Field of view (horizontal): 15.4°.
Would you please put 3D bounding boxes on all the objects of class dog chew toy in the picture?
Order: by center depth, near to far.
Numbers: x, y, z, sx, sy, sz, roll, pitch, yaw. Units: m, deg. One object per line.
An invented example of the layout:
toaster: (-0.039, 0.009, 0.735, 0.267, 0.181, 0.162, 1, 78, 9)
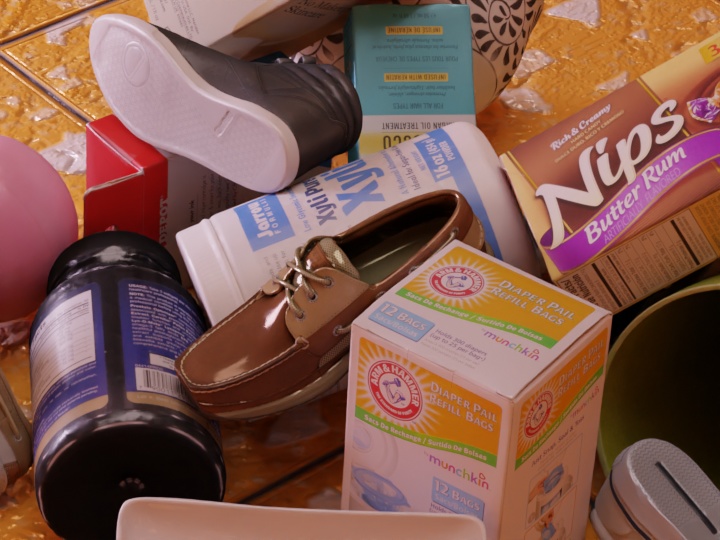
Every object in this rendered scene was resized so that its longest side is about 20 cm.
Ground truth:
dog chew toy: (-0.271, 0.003, 1.669, 0.124, 0.125, 0.200, 27, 54, 28)

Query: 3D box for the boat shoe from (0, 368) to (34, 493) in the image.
boat shoe: (-0.257, 0.042, 1.580, 0.068, 0.200, 0.075, -25, 7, -33)

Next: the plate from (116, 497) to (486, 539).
plate: (-0.033, 0.224, 1.391, 0.199, 0.032, 0.201, 4, 72, -11)

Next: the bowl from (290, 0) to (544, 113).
bowl: (0.032, -0.150, 1.863, 0.200, 0.201, 0.094, 1, 61, -3)

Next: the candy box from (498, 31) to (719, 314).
candy box: (0.191, -0.064, 1.551, 0.200, 0.056, 0.117, -28, 44, 9)

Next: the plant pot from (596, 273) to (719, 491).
plant pot: (0.263, 0.067, 1.602, 0.187, 0.188, 0.200, 20, 26, 20)

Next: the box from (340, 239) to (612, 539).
box: (0.062, 0.102, 1.495, 0.112, 0.200, 0.101, 26, 43, 27)

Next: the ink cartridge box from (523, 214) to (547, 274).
ink cartridge box: (0.208, -0.061, 1.742, 0.200, 0.198, 0.047, -23, 82, -28)

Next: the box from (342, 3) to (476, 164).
box: (0.034, -0.073, 1.749, 0.082, 0.049, 0.201, -1, 79, -7)

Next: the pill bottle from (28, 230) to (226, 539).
pill bottle: (-0.143, 0.068, 1.595, 0.112, 0.112, 0.200, -2, 37, -7)

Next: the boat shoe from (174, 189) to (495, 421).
boat shoe: (-0.018, 0.012, 1.522, 0.200, 0.074, 0.076, -29, 46, -14)

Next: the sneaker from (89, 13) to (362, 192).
sneaker: (-0.082, -0.113, 1.690, 0.200, 0.071, 0.099, 32, 34, 34)

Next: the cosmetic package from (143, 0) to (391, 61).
cosmetic package: (-0.036, -0.201, 1.757, 0.105, 0.200, 0.071, -1, 68, -58)

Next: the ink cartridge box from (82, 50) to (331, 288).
ink cartridge box: (-0.115, -0.055, 1.753, 0.200, 0.116, 0.067, -23, 46, -32)

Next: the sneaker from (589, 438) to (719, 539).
sneaker: (0.206, 0.189, 1.509, 0.073, 0.071, 0.200, -19, 64, -34)

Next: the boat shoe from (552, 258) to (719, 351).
boat shoe: (0.139, 0.032, 1.617, 0.072, 0.202, 0.060, 47, 9, 33)

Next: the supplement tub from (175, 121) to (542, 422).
supplement tub: (0.000, 0.000, 1.640, 0.200, 0.132, 0.132, -21, 42, -6)
